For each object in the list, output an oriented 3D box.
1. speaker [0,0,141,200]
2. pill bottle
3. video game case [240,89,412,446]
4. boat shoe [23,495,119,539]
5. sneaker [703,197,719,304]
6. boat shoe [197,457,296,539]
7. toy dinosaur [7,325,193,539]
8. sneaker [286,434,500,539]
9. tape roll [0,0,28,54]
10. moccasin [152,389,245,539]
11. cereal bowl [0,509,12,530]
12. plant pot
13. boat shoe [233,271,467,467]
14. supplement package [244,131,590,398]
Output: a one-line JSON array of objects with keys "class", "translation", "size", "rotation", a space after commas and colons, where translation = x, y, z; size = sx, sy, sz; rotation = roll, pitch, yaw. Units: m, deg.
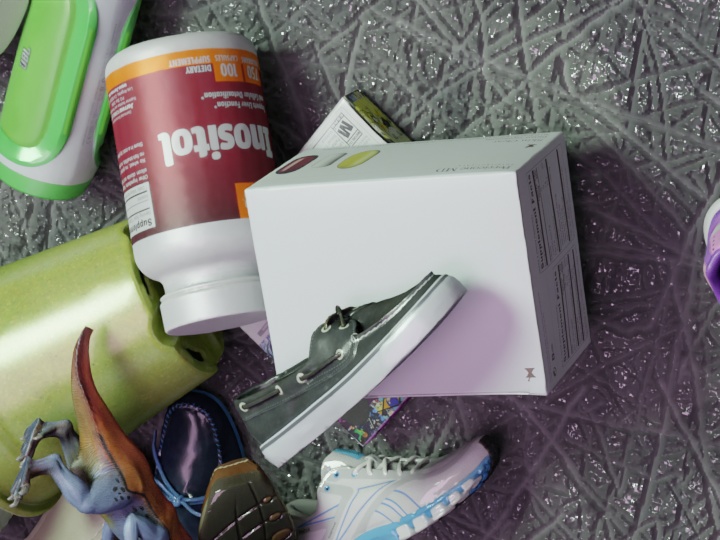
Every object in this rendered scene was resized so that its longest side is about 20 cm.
[{"class": "speaker", "translation": [-0.215, -0.157, 1.626], "size": [0.088, 0.088, 0.201], "rotation": [25, 115, 15]}, {"class": "pill bottle", "translation": [-0.114, -0.061, 1.565], "size": [0.112, 0.113, 0.202], "rotation": [-14, 82, 27]}, {"class": "video game case", "translation": [0.000, 0.000, 1.606], "size": [0.181, 0.036, 0.200], "rotation": [43, 118, 6]}, {"class": "boat shoe", "translation": [-0.226, 0.223, 1.766], "size": [0.200, 0.059, 0.072], "rotation": [-47, 45, 25]}, {"class": "sneaker", "translation": [0.293, 0.040, 1.459], "size": [0.080, 0.088, 0.201], "rotation": [-39, 89, 27]}, {"class": "boat shoe", "translation": [-0.085, 0.216, 1.662], "size": [0.075, 0.074, 0.201], "rotation": [-13, 130, -7]}, {"class": "toy dinosaur", "translation": [-0.160, 0.174, 1.556], "size": [0.180, 0.105, 0.201], "rotation": [24, 107, -16]}, {"class": "sneaker", "translation": [0.015, 0.163, 1.634], "size": [0.200, 0.075, 0.087], "rotation": [-35, 85, 28]}, {"class": "tape roll", "translation": [-0.316, -0.246, 1.631], "size": [0.202, 0.037, 0.205], "rotation": [8, 102, 43]}, {"class": "moccasin", "translation": [-0.128, 0.196, 1.707], "size": [0.080, 0.068, 0.202], "rotation": [4, 108, 23]}, {"class": "cereal bowl", "translation": [-0.335, 0.124, 1.750], "size": [0.200, 0.083, 0.201], "rotation": [33, 139, 34]}, {"class": "plant pot", "translation": [-0.211, 0.055, 1.647], "size": [0.183, 0.200, 0.201], "rotation": [-27, 94, 17]}, {"class": "boat shoe", "translation": [-0.012, 0.058, 1.448], "size": [0.057, 0.069, 0.200], "rotation": [48, 122, 0]}, {"class": "supplement package", "translation": [0.041, -0.003, 1.505], "size": [0.198, 0.111, 0.157], "rotation": [-3, 107, 23]}]
